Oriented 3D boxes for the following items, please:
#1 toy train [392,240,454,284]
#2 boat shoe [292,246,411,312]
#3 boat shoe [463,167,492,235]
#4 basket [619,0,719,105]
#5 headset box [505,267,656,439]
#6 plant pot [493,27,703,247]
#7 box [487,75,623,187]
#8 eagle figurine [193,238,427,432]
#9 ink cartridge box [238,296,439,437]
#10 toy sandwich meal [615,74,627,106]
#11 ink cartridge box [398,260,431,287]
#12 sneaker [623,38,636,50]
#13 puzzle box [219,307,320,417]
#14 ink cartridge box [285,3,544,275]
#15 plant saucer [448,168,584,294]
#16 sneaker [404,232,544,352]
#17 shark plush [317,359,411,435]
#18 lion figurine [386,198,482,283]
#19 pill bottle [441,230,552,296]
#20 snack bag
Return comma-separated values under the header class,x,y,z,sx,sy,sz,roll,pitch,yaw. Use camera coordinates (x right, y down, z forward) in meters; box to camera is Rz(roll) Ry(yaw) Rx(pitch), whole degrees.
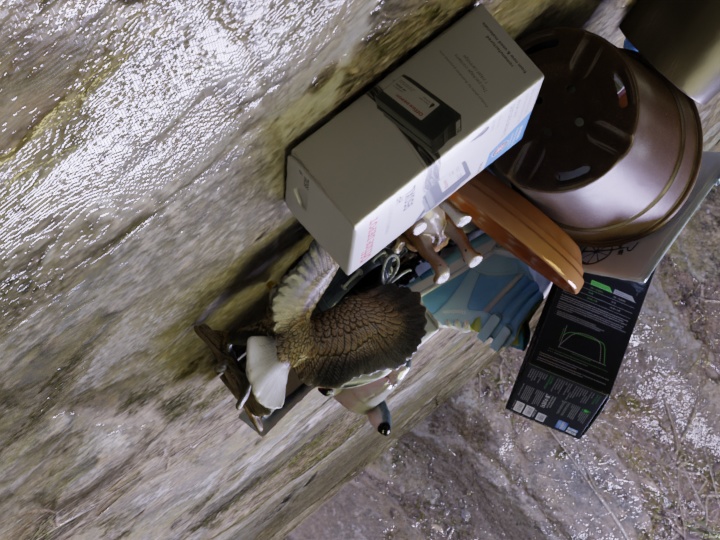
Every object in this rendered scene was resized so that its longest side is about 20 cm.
class,x,y,z,sx,sy,sz,roll,pitch,yaw
toy train,0.027,0.005,1.890,0.200,0.046,0.034,-39,178,-17
boat shoe,0.000,0.000,1.722,0.075,0.062,0.200,-44,169,23
boat shoe,0.112,-0.069,1.863,0.069,0.071,0.200,-18,-175,30
basket,0.349,-0.266,1.607,0.200,0.136,0.180,-48,141,16
headset box,0.239,0.053,1.827,0.174,0.092,0.201,101,11,-69
plant pot,0.206,-0.133,1.613,0.200,0.201,0.198,-43,161,12
box,0.211,-0.156,1.826,0.156,0.041,0.200,-43,177,11
eagle figurine,-0.046,0.039,1.570,0.199,0.152,0.152,-30,158,-1
ink cartridge box,-0.024,0.102,1.708,0.200,0.050,0.162,-45,-169,-8
toy sandwich meal,0.275,-0.160,2.059,0.205,0.070,0.205,-42,174,-5
ink cartridge box,0.007,0.051,1.970,0.199,0.039,0.100,-28,167,-13
sneaker,0.355,-0.286,1.835,0.199,0.076,0.105,-28,177,-25
puzzle box,-0.075,0.087,1.734,0.133,0.025,0.200,-39,-170,-7
ink cartridge box,0.041,-0.102,1.390,0.200,0.084,0.145,-38,169,-12
plant saucer,0.138,-0.052,1.645,0.038,0.200,0.200,-51,170,-1
sneaker,0.109,0.053,1.865,0.199,0.131,0.079,-34,178,20
shark plush,0.010,0.112,1.845,0.084,0.091,0.200,-56,-177,-1
lion figurine,0.052,-0.063,1.594,0.072,0.123,0.200,-29,153,-9
pill bottle,0.148,-0.002,2.015,0.114,0.114,0.200,-39,-174,-9
snack bag,0.256,-0.067,1.749,0.189,0.199,0.021,-50,129,-24
